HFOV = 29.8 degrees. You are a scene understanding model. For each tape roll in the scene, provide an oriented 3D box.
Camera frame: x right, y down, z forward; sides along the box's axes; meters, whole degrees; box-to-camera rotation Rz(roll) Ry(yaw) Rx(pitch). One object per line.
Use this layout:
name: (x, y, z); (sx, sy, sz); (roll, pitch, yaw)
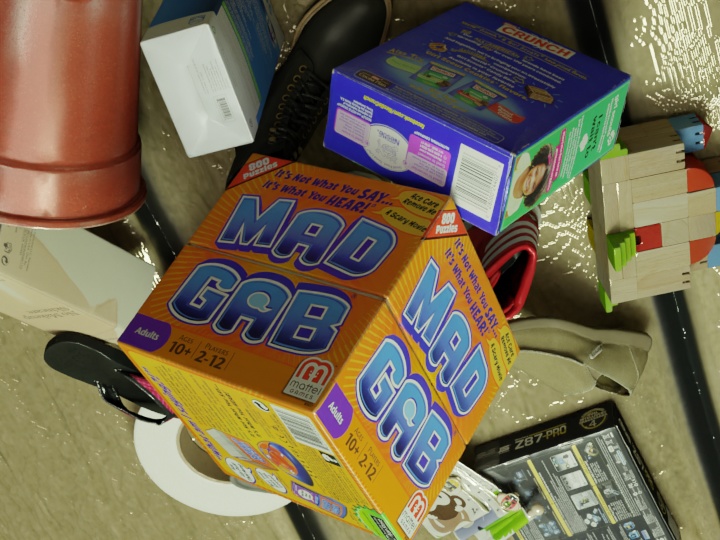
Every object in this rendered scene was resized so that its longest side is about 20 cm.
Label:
tape roll: (-0.139, 0.175, 1.437); (0.201, 0.037, 0.204); (2, 122, 4)

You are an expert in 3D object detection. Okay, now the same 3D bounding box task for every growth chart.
growth chart: (0.079, 0.236, 1.434); (0.199, 0.018, 0.145); (29, 137, -2)

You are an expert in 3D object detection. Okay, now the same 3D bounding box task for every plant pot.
plant pot: (-0.269, -0.166, 1.147); (0.200, 0.201, 0.196); (12, 116, -2)

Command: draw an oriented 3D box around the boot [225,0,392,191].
boot: (-0.044, -0.145, 1.160); (0.077, 0.139, 0.200); (30, 120, -14)

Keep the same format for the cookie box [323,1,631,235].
cookie box: (0.097, -0.129, 1.088); (0.171, 0.200, 0.076); (29, 129, 24)

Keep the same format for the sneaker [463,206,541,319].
sneaker: (0.089, 0.019, 1.266); (0.078, 0.116, 0.200); (33, 120, -15)

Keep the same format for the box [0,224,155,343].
box: (-0.291, 0.001, 1.250); (0.095, 0.078, 0.200); (-7, 156, 33)

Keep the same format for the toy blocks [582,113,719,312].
toy blocks: (0.281, -0.059, 1.222); (0.136, 0.100, 0.201); (-12, 121, -1)

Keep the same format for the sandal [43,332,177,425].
sandal: (-0.222, 0.119, 1.334); (0.199, 0.045, 0.075); (25, 133, -32)

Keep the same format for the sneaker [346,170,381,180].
sneaker: (-0.066, -0.035, 1.273); (0.199, 0.073, 0.072); (-21, 120, 21)

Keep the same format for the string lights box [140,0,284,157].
string lights box: (-0.114, -0.187, 1.102); (0.059, 0.200, 0.103); (-13, 120, 13)

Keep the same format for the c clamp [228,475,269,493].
c clamp: (-0.042, 0.201, 1.372); (0.199, 0.027, 0.171); (18, 142, -36)

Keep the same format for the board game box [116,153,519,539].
board game box: (-0.026, 0.060, 1.078); (0.199, 0.200, 0.200); (15, 150, 35)

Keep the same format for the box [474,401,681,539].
box: (0.234, 0.248, 1.440); (0.161, 0.049, 0.200); (-23, 118, 18)

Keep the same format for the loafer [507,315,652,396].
loafer: (0.193, 0.084, 1.284); (0.199, 0.068, 0.076); (5, 168, -23)
